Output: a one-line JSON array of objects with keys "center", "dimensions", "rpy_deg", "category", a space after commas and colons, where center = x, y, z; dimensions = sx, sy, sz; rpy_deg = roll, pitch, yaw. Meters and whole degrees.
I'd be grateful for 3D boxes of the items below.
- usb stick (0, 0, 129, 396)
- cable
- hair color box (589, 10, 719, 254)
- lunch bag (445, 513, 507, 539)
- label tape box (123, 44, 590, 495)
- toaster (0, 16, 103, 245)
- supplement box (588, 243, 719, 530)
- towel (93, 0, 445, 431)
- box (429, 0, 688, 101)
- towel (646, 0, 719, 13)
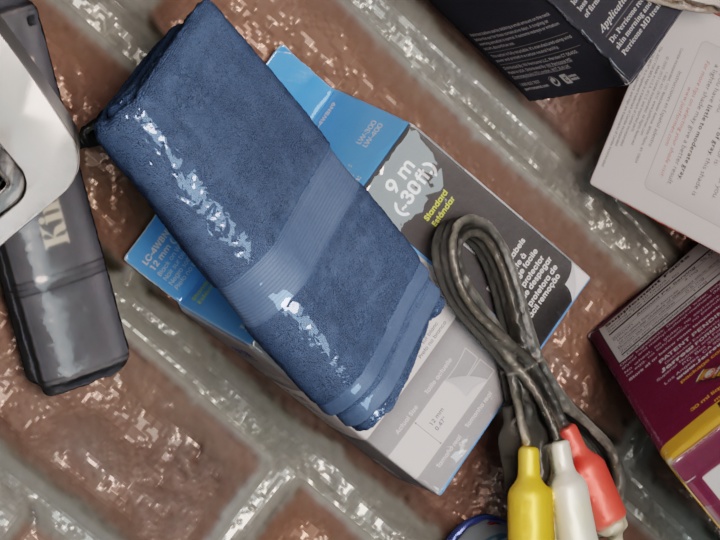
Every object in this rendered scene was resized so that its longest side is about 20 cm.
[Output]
[{"center": [-0.164, -0.038, 1.175], "dimensions": [0.055, 0.033, 0.201], "rpy_deg": [-17, 100, -17], "category": "usb stick"}, {"center": [0.096, 0.064, 1.202], "dimensions": [0.097, 0.050, 0.202], "rpy_deg": [-17, 100, -38], "category": "cable"}, {"center": [0.227, -0.051, 1.196], "dimensions": [0.064, 0.199, 0.112], "rpy_deg": [2, 114, -53], "category": "hair color box"}, {"center": [0.079, 0.243, 1.265], "dimensions": [0.160, 0.082, 0.201], "rpy_deg": [29, 85, -21], "category": "lunch bag"}, {"center": [0.000, 0.000, 1.222], "dimensions": [0.200, 0.066, 0.144], "rpy_deg": [39, 82, -21], "category": "label tape box"}, {"center": [-0.233, -0.070, 1.081], "dimensions": [0.200, 0.119, 0.181], "rpy_deg": [-39, 103, -2], "category": "toaster"}, {"center": [0.210, 0.079, 1.225], "dimensions": [0.103, 0.200, 0.131], "rpy_deg": [-39, 106, 6], "category": "supplement box"}, {"center": [-0.044, -0.023, 1.124], "dimensions": [0.200, 0.048, 0.112], "rpy_deg": [52, 38, -18], "category": "towel"}, {"center": [0.105, -0.224, 1.205], "dimensions": [0.182, 0.104, 0.200], "rpy_deg": [43, 72, -19], "category": "box"}, {"center": [0.102, -0.208, 1.128], "dimensions": [0.199, 0.034, 0.134], "rpy_deg": [11, 85, -25], "category": "towel"}]
